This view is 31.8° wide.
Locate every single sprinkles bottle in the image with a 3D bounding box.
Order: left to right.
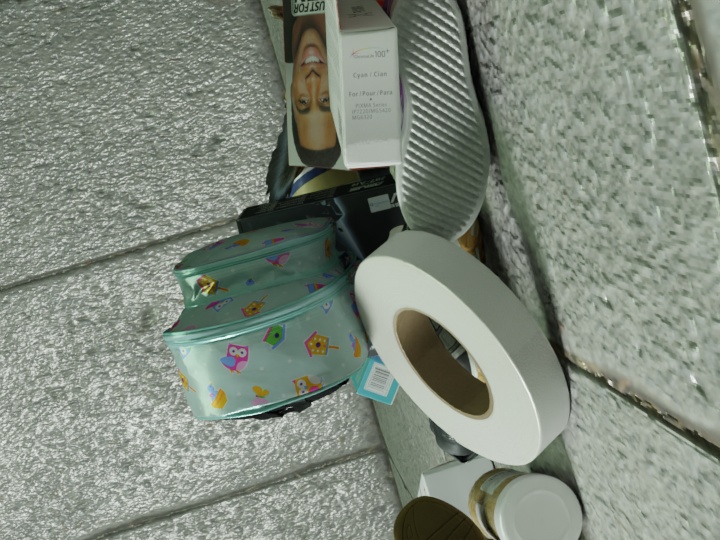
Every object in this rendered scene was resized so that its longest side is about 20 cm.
[{"bbox_3d":[0.138,0.206,1.087,0.200,0.068,0.069,108,145,-83],"label":"sprinkles bottle"}]

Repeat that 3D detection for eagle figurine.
[{"bbox_3d":[-0.031,-0.163,1.230,0.151,0.150,0.202,17,121,60],"label":"eagle figurine"}]

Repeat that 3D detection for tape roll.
[{"bbox_3d":[0.075,0.062,0.977,0.202,0.037,0.204,40,153,25],"label":"tape roll"}]

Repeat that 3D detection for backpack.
[{"bbox_3d":[-0.078,0.043,1.080,0.200,0.174,0.155,-79,-26,-71],"label":"backpack"}]

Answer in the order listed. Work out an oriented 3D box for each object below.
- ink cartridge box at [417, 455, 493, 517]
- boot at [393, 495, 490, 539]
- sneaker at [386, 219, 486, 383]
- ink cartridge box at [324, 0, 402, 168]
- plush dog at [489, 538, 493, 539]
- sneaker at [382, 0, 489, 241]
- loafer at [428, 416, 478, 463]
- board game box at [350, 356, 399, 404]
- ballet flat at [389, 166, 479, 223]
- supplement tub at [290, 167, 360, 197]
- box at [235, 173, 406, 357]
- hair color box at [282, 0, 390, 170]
[{"bbox_3d":[0.126,0.309,1.485,0.200,0.083,0.146,86,167,-70],"label":"ink cartridge box"},{"bbox_3d":[0.122,0.289,1.104,0.200,0.072,0.155,38,173,35],"label":"boot"},{"bbox_3d":[0.070,0.040,1.094,0.076,0.087,0.202,-69,-28,-57],"label":"sneaker"},{"bbox_3d":[-0.004,-0.183,0.915,0.200,0.044,0.178,-104,9,-71],"label":"ink cartridge box"},{"bbox_3d":[0.135,0.365,1.263,0.171,0.159,0.202,-12,-97,-59],"label":"plush dog"},{"bbox_3d":[0.054,-0.129,0.969,0.114,0.072,0.202,-109,15,-68],"label":"sneaker"},{"bbox_3d":[0.102,0.147,1.256,0.201,0.067,0.071,67,-158,-70],"label":"loafer"},{"bbox_3d":[0.029,0.053,1.508,0.200,0.047,0.152,-121,52,-74],"label":"board game box"},{"bbox_3d":[0.047,-0.113,1.073,0.069,0.069,0.202,-124,18,-75],"label":"ballet flat"},{"bbox_3d":[0.013,-0.024,1.313,0.145,0.143,0.202,89,164,-73],"label":"supplement tub"},{"bbox_3d":[0.000,0.000,1.190,0.044,0.198,0.162,-73,-30,-71],"label":"box"},{"bbox_3d":[-0.017,-0.192,1.109,0.101,0.061,0.202,9,105,54],"label":"hair color box"}]
